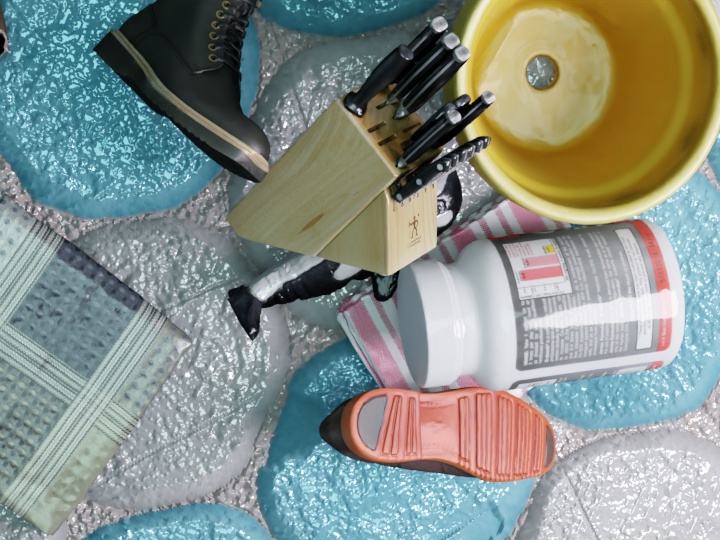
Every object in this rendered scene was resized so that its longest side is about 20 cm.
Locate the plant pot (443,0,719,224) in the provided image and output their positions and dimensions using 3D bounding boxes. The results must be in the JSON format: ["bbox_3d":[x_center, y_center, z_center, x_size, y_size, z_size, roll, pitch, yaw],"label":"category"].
[{"bbox_3d":[0.151,-0.143,1.326,0.198,0.189,0.203,-1,97,-7],"label":"plant pot"}]

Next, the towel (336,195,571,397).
[{"bbox_3d":[0.097,0.037,1.421,0.199,0.030,0.147,-33,99,-2],"label":"towel"}]

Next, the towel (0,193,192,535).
[{"bbox_3d":[-0.260,0.076,1.390,0.192,0.035,0.201,37,89,-12],"label":"towel"}]

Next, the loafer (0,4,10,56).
[{"bbox_3d":[-0.335,-0.127,1.321,0.201,0.071,0.073,-51,132,1],"label":"loafer"}]

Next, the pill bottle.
[{"bbox_3d":[0.134,0.029,1.354,0.198,0.116,0.117,-7,97,-11],"label":"pill bottle"}]

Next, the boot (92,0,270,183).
[{"bbox_3d":[-0.099,-0.164,1.306,0.138,0.077,0.200,-47,54,-2],"label":"boot"}]

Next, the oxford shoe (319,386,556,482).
[{"bbox_3d":[0.062,0.125,1.390,0.198,0.072,0.072,13,75,-29],"label":"oxford shoe"}]

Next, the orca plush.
[{"bbox_3d":[0.000,0.000,1.365,0.199,0.105,0.071,-35,104,-11],"label":"orca plush"}]

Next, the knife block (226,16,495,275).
[{"bbox_3d":[-0.003,-0.095,1.247,0.198,0.064,0.177,14,117,33],"label":"knife block"}]
